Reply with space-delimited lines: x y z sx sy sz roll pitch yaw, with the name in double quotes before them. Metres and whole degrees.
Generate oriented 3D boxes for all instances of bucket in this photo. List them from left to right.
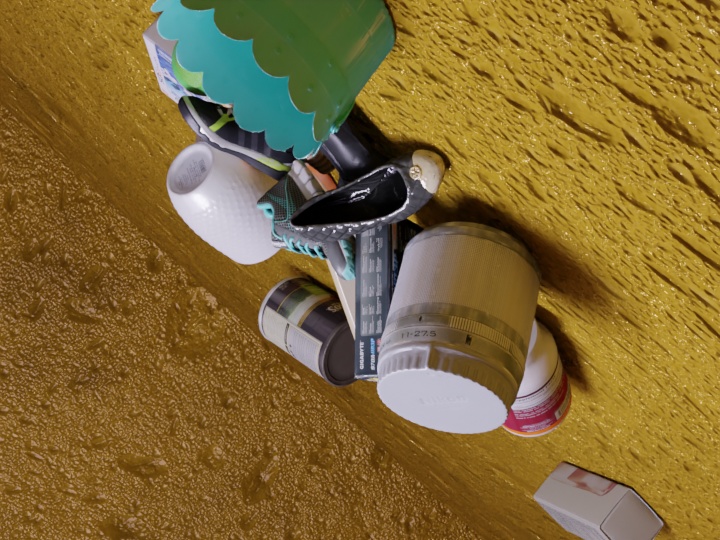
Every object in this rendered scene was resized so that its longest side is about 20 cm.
"bucket" -0.076 -0.220 1.014 0.207 0.135 0.207 39 166 11

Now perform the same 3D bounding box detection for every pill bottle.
"pill bottle" 0.206 0.128 1.406 0.113 0.113 0.200 32 164 33

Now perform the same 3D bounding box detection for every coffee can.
"coffee can" -0.081 0.114 2.089 0.200 0.146 0.146 30 163 40

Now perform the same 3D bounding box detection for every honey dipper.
"honey dipper" -0.096 -0.178 1.323 0.038 0.038 0.200 28 175 43

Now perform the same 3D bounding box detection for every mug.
"mug" -0.204 -0.133 1.639 0.175 0.147 0.200 38 -145 -49

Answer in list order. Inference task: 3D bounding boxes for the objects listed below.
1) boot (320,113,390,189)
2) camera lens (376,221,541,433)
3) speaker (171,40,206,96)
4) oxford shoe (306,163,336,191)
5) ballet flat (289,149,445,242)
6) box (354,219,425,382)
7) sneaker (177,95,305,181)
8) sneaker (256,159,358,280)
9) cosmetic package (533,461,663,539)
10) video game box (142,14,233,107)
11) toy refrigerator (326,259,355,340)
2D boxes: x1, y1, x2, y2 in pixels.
"boot" -0.046 -0.156 1.287 0.200 0.066 0.165 41 159 -16
"camera lens" 0.110 0.059 1.201 0.159 0.200 0.160 12 149 7
"speaker" -0.170 -0.260 1.264 0.088 0.088 0.200 43 167 -10
"oxford shoe" -0.054 -0.077 1.554 0.071 0.073 0.200 25 160 48
"ballet flat" 0.009 -0.077 1.207 0.057 0.200 0.067 -4 -108 -57
"box" 0.046 0.038 1.314 0.046 0.201 0.159 -5 168 25
"sneaker" -0.138 -0.186 1.370 0.200 0.083 0.072 26 -159 -38
"sneaker" -0.064 -0.046 1.334 0.078 0.091 0.200 53 -177 -47
"cosmetic package" 0.395 0.401 1.814 0.103 0.087 0.200 47 167 -19
"video game box" -0.204 -0.243 1.504 0.200 0.047 0.182 39 169 8
"toy refrigerator" 0.000 0.000 1.466 0.070 0.076 0.201 -133 22 -73
